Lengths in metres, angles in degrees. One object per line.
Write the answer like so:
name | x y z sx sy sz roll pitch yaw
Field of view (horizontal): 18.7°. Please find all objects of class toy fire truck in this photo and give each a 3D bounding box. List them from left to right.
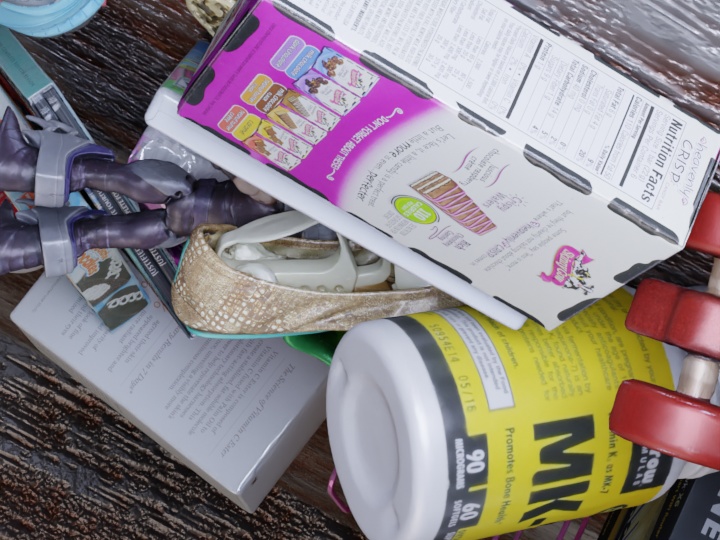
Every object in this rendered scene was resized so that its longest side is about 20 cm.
toy fire truck | 0.216 0.044 0.941 0.167 0.113 0.199 15 -179 -43

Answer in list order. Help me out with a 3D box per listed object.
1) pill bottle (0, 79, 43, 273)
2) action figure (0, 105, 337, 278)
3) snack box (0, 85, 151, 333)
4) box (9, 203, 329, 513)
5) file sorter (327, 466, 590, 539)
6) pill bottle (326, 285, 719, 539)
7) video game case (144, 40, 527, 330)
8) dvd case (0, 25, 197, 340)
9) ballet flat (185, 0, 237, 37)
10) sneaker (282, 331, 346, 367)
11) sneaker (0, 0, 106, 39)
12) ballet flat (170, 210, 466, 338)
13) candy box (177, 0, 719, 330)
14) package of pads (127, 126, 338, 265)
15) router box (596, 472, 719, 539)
pill bottle | -0.276 -0.089 1.485 0.112 0.113 0.200 17 165 43
action figure | -0.101 -0.037 1.196 0.198 0.070 0.131 5 124 -1
snack box | -0.193 -0.041 1.361 0.116 0.037 0.200 52 173 18
box | -0.110 0.043 1.496 0.200 0.153 0.106 37 171 9
file sorter | 0.087 0.178 1.782 0.199 0.126 0.139 25 169 14
pill bottle | 0.093 0.068 1.085 0.199 0.115 0.114 -9 -176 -23
video game case | -0.006 -0.048 1.082 0.199 0.022 0.182 29 -168 -5
dvd case | -0.166 -0.062 1.317 0.146 0.022 0.201 46 168 53
ballet flat | -0.006 -0.083 1.025 0.199 0.047 0.067 33 167 -25
sneaker | 0.036 0.068 1.207 0.199 0.083 0.075 32 134 29
sneaker | -0.213 -0.183 1.047 0.199 0.080 0.096 16 157 16
ballet flat | 0.000 0.000 1.149 0.198 0.066 0.071 -3 -149 -6
candy box | 0.035 -0.062 0.927 0.199 0.061 0.136 31 156 -10
package of pads | -0.073 -0.034 1.341 0.120 0.076 0.200 30 169 6
router box | 0.193 0.205 1.453 0.052 0.201 0.157 27 168 -7
